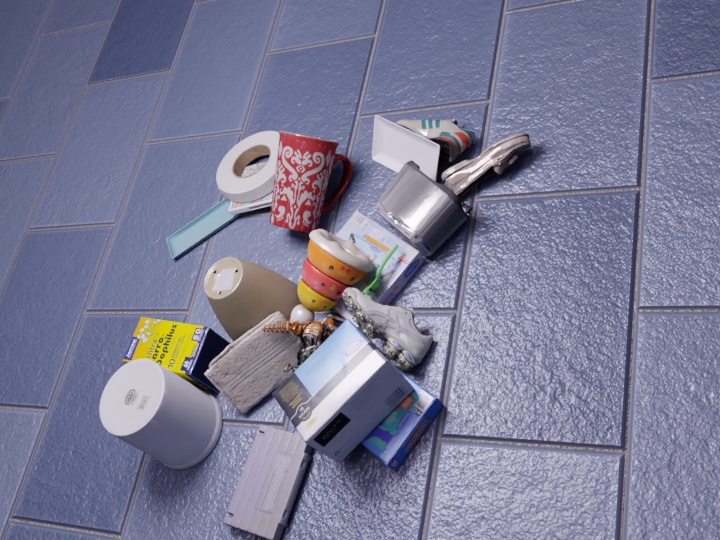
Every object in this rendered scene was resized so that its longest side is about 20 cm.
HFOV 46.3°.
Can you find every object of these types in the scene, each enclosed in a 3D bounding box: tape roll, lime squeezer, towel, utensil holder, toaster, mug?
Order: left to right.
[{"bbox_3d":[-0.402,0.288,1.699,0.168,0.200,0.172,-14,56,21],"label":"utensil holder"},{"bbox_3d":[-0.252,-0.248,2.009,0.200,0.037,0.205,-16,47,18],"label":"tape roll"},{"bbox_3d":[-0.204,0.188,1.700,0.199,0.133,0.035,-36,24,3],"label":"towel"},{"bbox_3d":[-0.109,-0.188,1.843,0.175,0.133,0.203,11,97,-7],"label":"mug"},{"bbox_3d":[0.038,0.044,1.657,0.070,0.038,0.203,3,79,3],"label":"lime squeezer"},{"bbox_3d":[0.126,-0.119,1.711,0.129,0.114,0.200,-48,54,0],"label":"toaster"}]

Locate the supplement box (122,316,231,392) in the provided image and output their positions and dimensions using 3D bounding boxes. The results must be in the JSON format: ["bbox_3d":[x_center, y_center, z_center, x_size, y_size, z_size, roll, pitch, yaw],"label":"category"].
[{"bbox_3d":[-0.390,0.180,1.814,0.198,0.110,0.110,5,65,31],"label":"supplement box"}]

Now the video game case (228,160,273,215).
[{"bbox_3d":[-0.211,-0.208,1.989,0.198,0.018,0.144,-11,48,22],"label":"video game case"}]

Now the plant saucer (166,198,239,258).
[{"bbox_3d":[-0.378,-0.103,2.032,0.199,0.019,0.070,-34,53,8],"label":"plant saucer"}]

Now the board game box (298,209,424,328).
[{"bbox_3d":[0.000,0.000,1.751,0.200,0.041,0.199,-49,52,-5],"label":"board game box"}]

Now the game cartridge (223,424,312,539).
[{"bbox_3d":[-0.172,0.405,1.614,0.128,0.038,0.202,9,67,28],"label":"game cartridge"}]

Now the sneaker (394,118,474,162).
[{"bbox_3d":[0.162,-0.294,1.832,0.093,0.071,0.199,-34,38,-27],"label":"sneaker"}]

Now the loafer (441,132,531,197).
[{"bbox_3d":[0.263,-0.209,1.724,0.198,0.072,0.064,-26,69,20],"label":"loafer"}]

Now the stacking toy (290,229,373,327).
[{"bbox_3d":[-0.076,0.033,1.691,0.146,0.145,0.202,37,103,38],"label":"stacking toy"}]

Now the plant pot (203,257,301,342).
[{"bbox_3d":[-0.229,0.061,1.739,0.185,0.200,0.189,-13,57,20],"label":"plant pot"}]

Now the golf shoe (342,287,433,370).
[{"bbox_3d":[0.053,0.094,1.612,0.097,0.078,0.200,-44,92,-16],"label":"golf shoe"}]

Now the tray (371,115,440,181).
[{"bbox_3d":[0.101,-0.258,1.827,0.022,0.109,0.199,-22,40,-37],"label":"tray"}]

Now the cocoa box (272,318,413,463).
[{"bbox_3d":[-0.032,0.218,1.524,0.200,0.133,0.131,-44,50,-1],"label":"cocoa box"}]

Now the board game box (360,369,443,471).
[{"bbox_3d":[0.036,0.254,1.581,0.199,0.045,0.153,34,82,38],"label":"board game box"}]

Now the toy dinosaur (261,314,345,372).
[{"bbox_3d":[-0.092,0.147,1.662,0.198,0.102,0.137,14,81,14],"label":"toy dinosaur"}]
